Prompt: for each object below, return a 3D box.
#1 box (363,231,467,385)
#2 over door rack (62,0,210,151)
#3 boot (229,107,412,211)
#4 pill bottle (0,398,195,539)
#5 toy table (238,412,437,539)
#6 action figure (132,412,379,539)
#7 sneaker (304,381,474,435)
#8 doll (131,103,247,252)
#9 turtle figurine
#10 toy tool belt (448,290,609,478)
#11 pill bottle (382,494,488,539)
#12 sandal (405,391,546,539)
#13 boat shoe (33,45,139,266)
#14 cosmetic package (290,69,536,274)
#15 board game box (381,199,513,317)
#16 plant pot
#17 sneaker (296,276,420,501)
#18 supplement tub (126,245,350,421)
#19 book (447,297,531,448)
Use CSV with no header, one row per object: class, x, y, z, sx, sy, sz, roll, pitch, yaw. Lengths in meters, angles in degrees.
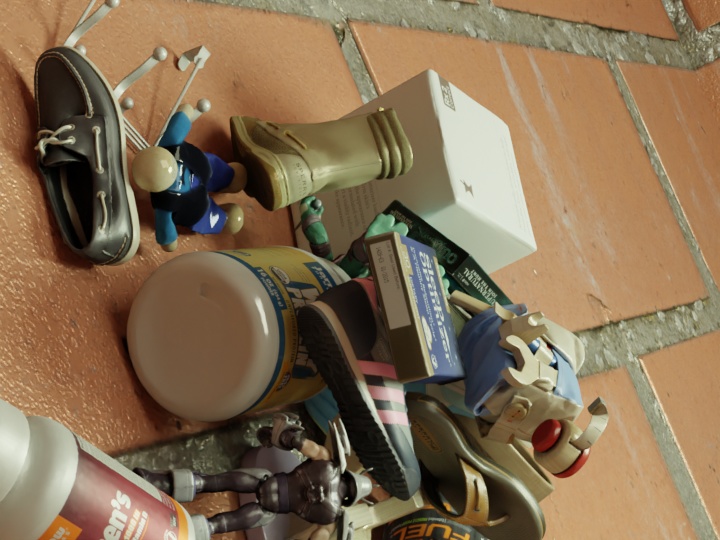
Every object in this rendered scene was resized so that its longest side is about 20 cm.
box,0.052,0.036,1.502,0.200,0.032,0.121,19,56,-77
over door rack,-0.205,-0.208,1.675,0.148,0.067,0.200,50,30,-28
boot,-0.042,-0.121,1.735,0.200,0.155,0.073,-136,-147,-67
pill bottle,-0.219,0.171,1.261,0.200,0.109,0.110,41,34,-38
toy table,-0.016,0.232,1.573,0.200,0.117,0.184,63,26,0
action figure,-0.080,0.182,1.436,0.200,0.069,0.130,-4,80,-17
sneaker,0.039,0.135,1.713,0.200,0.131,0.080,23,9,8
doll,-0.159,-0.083,1.602,0.200,0.048,0.137,14,80,-73
turtle figurine,0.000,0.000,1.695,0.150,0.200,0.101,31,75,-20
toy tool belt,0.133,0.095,1.576,0.123,0.125,0.200,38,18,-21
pill bottle,0.069,0.293,1.683,0.106,0.106,0.200,49,29,-27
sandal,0.088,0.190,1.589,0.200,0.082,0.055,51,44,-25
boat shoe,-0.242,-0.101,1.506,0.063,0.073,0.200,1,70,-64
cosmetic package,0.050,-0.075,1.871,0.165,0.200,0.165,29,43,-49
board game box,0.110,0.020,1.740,0.200,0.028,0.135,46,-4,-41
plant pot,0.102,0.178,1.825,0.201,0.093,0.201,48,4,-4
sneaker,0.021,0.099,1.499,0.082,0.070,0.200,-35,115,-29
supplement tub,-0.094,0.051,1.556,0.200,0.145,0.145,-7,73,-62
book,0.123,0.100,1.897,0.134,0.048,0.200,53,0,-24
